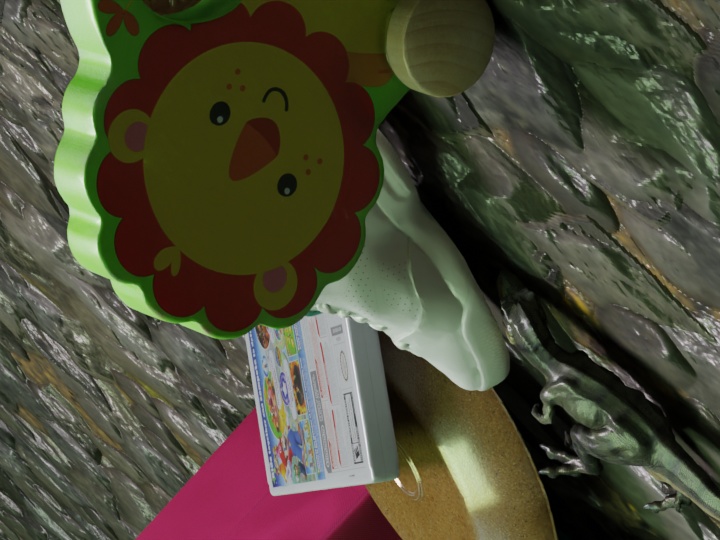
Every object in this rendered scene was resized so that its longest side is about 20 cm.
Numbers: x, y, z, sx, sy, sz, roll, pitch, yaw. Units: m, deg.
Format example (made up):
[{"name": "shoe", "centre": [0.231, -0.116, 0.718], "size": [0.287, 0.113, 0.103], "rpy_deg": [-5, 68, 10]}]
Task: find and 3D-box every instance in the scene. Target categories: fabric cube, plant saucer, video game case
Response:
[{"name": "fabric cube", "centre": [-0.028, 0.227, 1.849], "size": [0.196, 0.199, 0.200], "rpy_deg": [50, 162, -25]}, {"name": "plant saucer", "centre": [0.035, 0.099, 1.579], "size": [0.200, 0.035, 0.201], "rpy_deg": [49, 157, 29]}, {"name": "video game case", "centre": [-0.027, 0.047, 1.584], "size": [0.200, 0.018, 0.144], "rpy_deg": [160, 101, -72]}]

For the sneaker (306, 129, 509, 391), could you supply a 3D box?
[{"name": "sneaker", "centre": [0.000, 0.000, 1.390], "size": [0.200, 0.088, 0.075], "rpy_deg": [55, 177, -40]}]

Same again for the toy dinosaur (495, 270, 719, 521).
[{"name": "toy dinosaur", "centre": [0.132, 0.083, 1.398], "size": [0.200, 0.047, 0.088], "rpy_deg": [37, 156, 11]}]

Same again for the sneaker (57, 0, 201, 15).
[{"name": "sneaker", "centre": [-0.098, -0.122, 1.353], "size": [0.090, 0.067, 0.201], "rpy_deg": [40, 165, 40]}]

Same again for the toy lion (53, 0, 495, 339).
[{"name": "toy lion", "centre": [-0.052, -0.082, 1.157], "size": [0.069, 0.192, 0.200], "rpy_deg": [19, 150, 54]}]

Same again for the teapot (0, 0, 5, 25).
[{"name": "teapot", "centre": [-0.276, -0.183, 1.532], "size": [0.199, 0.147, 0.197], "rpy_deg": [-1, 167, 21]}]

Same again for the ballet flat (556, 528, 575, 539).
[{"name": "ballet flat", "centre": [0.123, 0.187, 1.615], "size": [0.074, 0.074, 0.200], "rpy_deg": [52, 167, -26]}]
